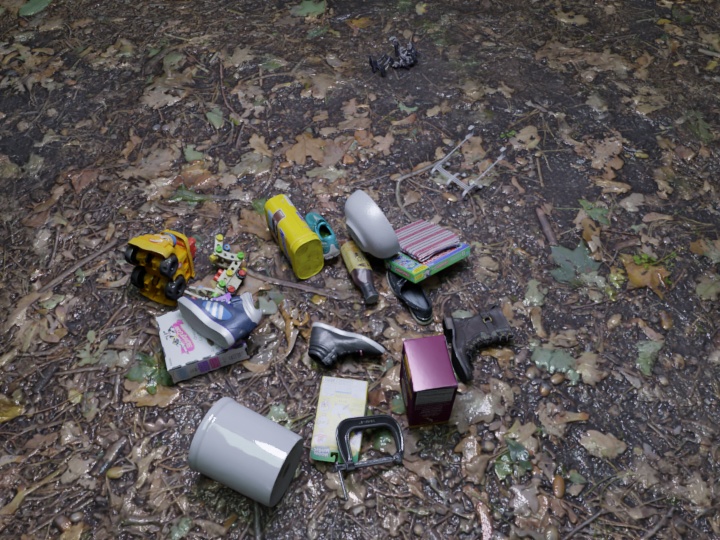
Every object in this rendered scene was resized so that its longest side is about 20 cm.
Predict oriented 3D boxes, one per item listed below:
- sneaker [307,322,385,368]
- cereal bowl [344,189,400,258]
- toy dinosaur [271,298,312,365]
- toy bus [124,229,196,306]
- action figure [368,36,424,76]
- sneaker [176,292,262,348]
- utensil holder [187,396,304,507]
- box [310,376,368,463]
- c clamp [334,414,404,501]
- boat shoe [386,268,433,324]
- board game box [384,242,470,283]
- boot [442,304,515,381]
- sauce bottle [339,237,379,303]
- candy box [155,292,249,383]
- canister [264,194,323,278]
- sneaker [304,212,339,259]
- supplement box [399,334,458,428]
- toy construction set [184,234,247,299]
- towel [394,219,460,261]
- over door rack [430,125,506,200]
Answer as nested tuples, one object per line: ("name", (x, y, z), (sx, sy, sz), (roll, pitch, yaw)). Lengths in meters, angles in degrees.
("sneaker", (-0.042, 0.206, 1.539), (0.197, 0.071, 0.100), (16, 66, 9))
("cereal bowl", (0.019, -0.112, 1.658), (0.083, 0.201, 0.200), (-36, 60, -8))
("toy dinosaur", (-0.173, 0.160, 1.585), (0.105, 0.061, 0.202), (-20, 45, 11))
("toy bus", (-0.511, -0.038, 1.642), (0.134, 0.201, 0.193), (19, 48, 13))
("action figure", (0.136, -0.781, 2.226), (0.198, 0.103, 0.119), (-25, 46, -15))
("sneaker", (-0.340, 0.097, 1.529), (0.199, 0.081, 0.146), (30, 50, 24))
("utensil holder", (-0.244, 0.396, 1.340), (0.198, 0.171, 0.171), (22, 57, 12))
("box", (-0.048, 0.354, 1.440), (0.116, 0.049, 0.202), (6, 52, 4))
("c clamp", (0.021, 0.408, 1.377), (0.198, 0.027, 0.172), (-5, 59, -31))
("boat shoe", (0.131, 0.051, 1.644), (0.074, 0.066, 0.201), (-19, 56, -12))
("board game box", (0.182, -0.037, 1.682), (0.198, 0.029, 0.134), (-26, 31, -27))
("boot", (0.308, 0.176, 1.551), (0.172, 0.070, 0.202), (-8, 52, -5))
("sauce bottle", (0.000, 0.000, 1.685), (0.065, 0.066, 0.201), (-17, 57, -12))
("candy box", (-0.401, 0.169, 1.560), (0.198, 0.072, 0.169), (-18, 56, -13))
("canister", (-0.187, -0.097, 1.706), (0.086, 0.149, 0.201), (-25, 55, -18))
("sneaker", (-0.107, -0.115, 1.749), (0.077, 0.080, 0.200), (-19, 40, -16))
("supplement box", (0.152, 0.259, 1.411), (0.102, 0.201, 0.132), (-6, 53, -5))
("toy construction set", (-0.383, 0.012, 1.662), (0.130, 0.092, 0.201), (32, 65, -7))
("towel", (0.167, -0.085, 1.719), (0.145, 0.030, 0.200), (-23, 28, -21))
("over door rack", (0.336, -0.328, 1.906), (0.147, 0.067, 0.200), (40, 84, 26))
